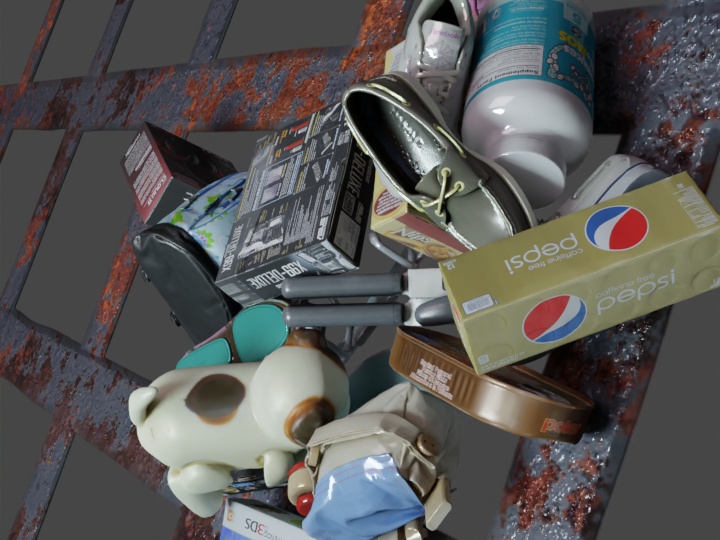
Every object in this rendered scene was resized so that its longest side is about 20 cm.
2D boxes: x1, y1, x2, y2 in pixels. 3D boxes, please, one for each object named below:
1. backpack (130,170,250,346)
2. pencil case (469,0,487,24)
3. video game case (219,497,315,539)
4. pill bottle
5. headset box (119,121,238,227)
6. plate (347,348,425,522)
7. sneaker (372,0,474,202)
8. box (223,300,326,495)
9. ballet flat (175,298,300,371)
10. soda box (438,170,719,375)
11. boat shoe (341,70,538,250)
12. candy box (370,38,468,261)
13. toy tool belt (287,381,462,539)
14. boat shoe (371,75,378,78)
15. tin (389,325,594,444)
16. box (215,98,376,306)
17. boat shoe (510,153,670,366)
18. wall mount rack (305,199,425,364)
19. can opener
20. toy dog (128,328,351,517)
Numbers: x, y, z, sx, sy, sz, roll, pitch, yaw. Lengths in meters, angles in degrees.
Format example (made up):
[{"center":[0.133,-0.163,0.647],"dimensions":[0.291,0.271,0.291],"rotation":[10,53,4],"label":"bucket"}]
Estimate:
[{"center":[-0.137,-0.033,1.172],"dimensions":[0.153,0.164,0.200],"rotation":[-17,21,33],"label":"backpack"},{"center":[0.119,-0.327,1.077],"dimensions":[0.088,0.087,0.200],"rotation":[-53,38,19],"label":"pencil case"},{"center":[-0.088,0.337,0.979],"dimensions":[0.181,0.045,0.201],"rotation":[1,79,55],"label":"video game case"},{"center":[0.147,-0.150,0.880],"dimensions":[0.111,0.111,0.201],"rotation":[-29,38,42],"label":"pill bottle"},{"center":[-0.220,-0.100,1.339],"dimensions":[0.075,0.148,0.200],"rotation":[-56,35,15],"label":"headset box"},{"center":[0.023,0.173,0.964],"dimensions":[0.200,0.025,0.201],"rotation":[-31,47,41],"label":"plate"},{"center":[0.054,-0.159,0.879],"dimensions":[0.100,0.074,0.201],"rotation":[99,-178,-75],"label":"sneaker"},{"center":[-0.125,0.149,1.154],"dimensions":[0.198,0.050,0.201],"rotation":[-19,57,44],"label":"box"},{"center":[-0.117,0.083,1.083],"dimensions":[0.200,0.071,0.069],"rotation":[-32,66,37],"label":"ballet flat"},{"center":[0.164,0.002,0.748],"dimensions":[0.199,0.068,0.064],"rotation":[-20,45,1],"label":"soda box"},{"center":[0.061,-0.076,0.807],"dimensions":[0.202,0.060,0.072],"rotation":[51,127,15],"label":"boat shoe"},{"center":[0.075,-0.116,0.979],"dimensions":[0.055,0.115,0.201],"rotation":[-22,54,47],"label":"candy box"},{"center":[0.003,0.190,0.855],"dimensions":[0.200,0.125,0.123],"rotation":[-39,36,35],"label":"toy tool belt"},{"center":[-0.012,-0.131,1.152],"dimensions":[0.201,0.076,0.074],"rotation":[-58,29,-2],"label":"boat shoe"},{"center":[0.103,0.091,0.830],"dimensions":[0.200,0.111,0.042],"rotation":[25,103,56],"label":"tin"},{"center":[-0.059,-0.074,1.040],"dimensions":[0.157,0.050,0.201],"rotation":[-20,45,37],"label":"box"},{"center":[0.164,-0.016,0.840],"dimensions":[0.202,0.074,0.086],"rotation":[-53,31,9],"label":"boat shoe"},{"center":[0.000,0.000,1.056],"dimensions":[0.200,0.074,0.174],"rotation":[-54,12,16],"label":"wall mount rack"},{"center":[0.023,0.026,0.931],"dimensions":[0.067,0.199,0.054],"rotation":[17,-109,-84],"label":"can opener"},{"center":[-0.101,0.126,0.973],"dimensions":[0.199,0.194,0.140],"rotation":[-18,46,22],"label":"toy dog"}]
